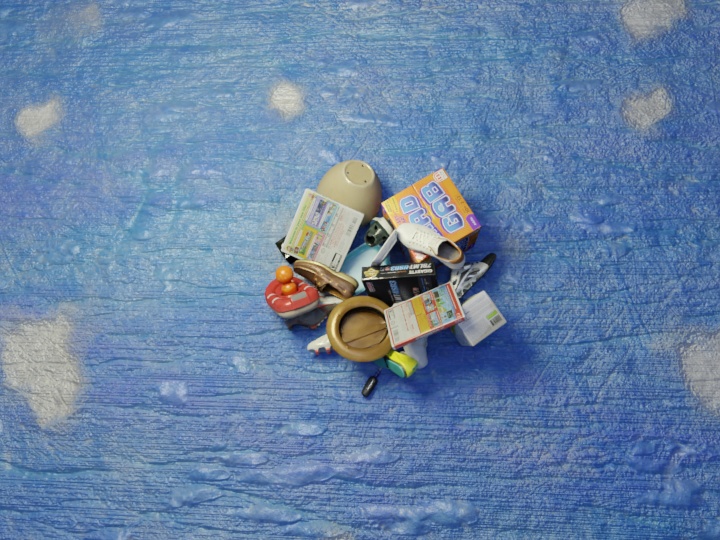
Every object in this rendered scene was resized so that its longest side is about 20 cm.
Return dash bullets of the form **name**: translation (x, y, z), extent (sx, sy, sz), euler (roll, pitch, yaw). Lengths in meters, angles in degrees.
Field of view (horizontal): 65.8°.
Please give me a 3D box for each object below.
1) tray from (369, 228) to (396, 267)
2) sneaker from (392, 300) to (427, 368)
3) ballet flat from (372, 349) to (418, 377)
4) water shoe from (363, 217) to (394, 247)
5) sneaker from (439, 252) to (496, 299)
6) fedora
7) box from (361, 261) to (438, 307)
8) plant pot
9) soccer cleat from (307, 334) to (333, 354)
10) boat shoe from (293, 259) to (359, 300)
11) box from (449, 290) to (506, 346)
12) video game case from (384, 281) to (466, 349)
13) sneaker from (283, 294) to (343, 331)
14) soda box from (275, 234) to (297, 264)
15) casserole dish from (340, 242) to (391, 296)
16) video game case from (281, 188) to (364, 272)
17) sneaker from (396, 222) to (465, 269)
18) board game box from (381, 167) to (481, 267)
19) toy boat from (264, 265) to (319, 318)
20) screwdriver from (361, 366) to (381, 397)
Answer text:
- **tray**: translation (0.064, -0.048, 1.525), extent (0.022, 0.200, 0.108), euler (34, 82, 2)
- **sneaker**: translation (0.174, 0.173, 1.547), extent (0.115, 0.074, 0.201), euler (-18, 97, 28)
- **ballet flat**: translation (0.086, 0.241, 1.549), extent (0.067, 0.200, 0.067), euler (-32, 118, -25)
- **water shoe**: translation (0.039, -0.108, 1.599), extent (0.079, 0.200, 0.072), euler (-38, 91, -7)
- **sneaker**: translation (0.307, 0.005, 1.614), extent (0.200, 0.074, 0.089), euler (-43, 79, -6)
- **fedora**: translation (0.004, 0.168, 1.540), extent (0.200, 0.082, 0.201), euler (3, 68, -7)
- **box**: translation (0.117, 0.046, 1.544), extent (0.198, 0.200, 0.050), euler (-5, 60, 10)
- **plant pot**: translation (-0.021, -0.248, 1.637), extent (0.199, 0.135, 0.201), euler (7, 61, -12)
- **soccer cleat**: translation (-0.060, 0.188, 1.609), extent (0.199, 0.069, 0.078), euler (-15, 70, -6)
- **boat shoe**: translation (-0.106, 0.028, 1.599), extent (0.199, 0.072, 0.068), euler (22, 63, 6)
- **box**: translation (0.303, 0.134, 1.515), extent (0.112, 0.200, 0.102), euler (-35, 83, -2)
- **video game case**: translation (0.163, 0.116, 1.447), extent (0.199, 0.017, 0.143), euler (-24, 36, 10)
- **sneaker**: translation (-0.129, 0.128, 1.636), extent (0.199, 0.077, 0.082), euler (-14, 103, 1)
- **soda box**: translation (-0.154, -0.105, 1.682), extent (0.200, 0.071, 0.063), euler (-35, 75, -4)
- **casserole dish**: translation (0.000, 0.000, 1.660), extent (0.200, 0.039, 0.121), euler (-34, 76, -3)
- **video game case**: translation (-0.110, -0.109, 1.604), extent (0.182, 0.022, 0.201), euler (24, 107, -3)
- **sneaker**: translation (0.180, -0.076, 1.432), extent (0.200, 0.085, 0.073), euler (27, 82, 16)
- **board game box**: translation (0.199, -0.129, 1.590), extent (0.199, 0.200, 0.200), euler (-30, 76, -2)
- **toy boat**: translation (-0.205, 0.048, 1.580), extent (0.130, 0.200, 0.131), euler (-21, 108, -20)
- **screwdriver**: translation (0.065, 0.275, 1.595), extent (0.029, 0.028, 0.200), euler (28, 77, 41)
